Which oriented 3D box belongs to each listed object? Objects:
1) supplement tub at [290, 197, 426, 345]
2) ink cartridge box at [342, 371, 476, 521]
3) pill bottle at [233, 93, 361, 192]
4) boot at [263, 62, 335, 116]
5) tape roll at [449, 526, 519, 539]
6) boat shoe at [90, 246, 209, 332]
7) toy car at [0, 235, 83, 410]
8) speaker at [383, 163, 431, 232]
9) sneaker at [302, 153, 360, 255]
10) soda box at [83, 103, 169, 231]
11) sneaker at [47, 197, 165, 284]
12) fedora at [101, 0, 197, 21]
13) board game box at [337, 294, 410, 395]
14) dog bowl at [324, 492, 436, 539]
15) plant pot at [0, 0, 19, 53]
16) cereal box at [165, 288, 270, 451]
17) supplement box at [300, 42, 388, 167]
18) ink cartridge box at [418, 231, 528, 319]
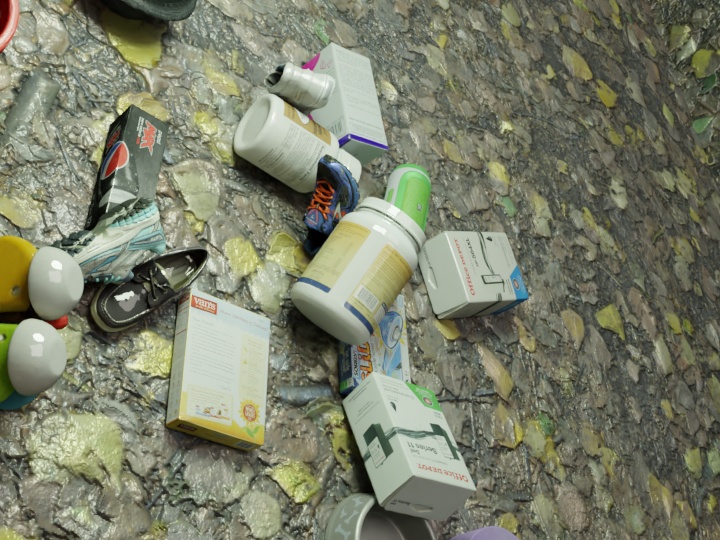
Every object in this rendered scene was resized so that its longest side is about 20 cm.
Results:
[{"bbox_3d":[0.000,0.000,1.518,0.144,0.144,0.200,42,73,-21],"label":"supplement tub"},{"bbox_3d":[0.073,0.269,1.487,0.146,0.083,0.200,22,32,-39],"label":"ink cartridge box"},{"bbox_3d":[-0.100,-0.194,1.606,0.200,0.114,0.115,31,48,-32],"label":"pill bottle"},{"bbox_3d":[-0.116,-0.304,1.618,0.095,0.200,0.074,22,80,-18],"label":"boot"},{"bbox_3d":[0.207,0.515,1.546,0.200,0.066,0.201,25,51,-35],"label":"tape roll"},{"bbox_3d":[-0.282,0.015,1.322,0.072,0.065,0.200,59,40,-5],"label":"boat shoe"},{"bbox_3d":[-0.402,0.069,1.111,0.150,0.174,0.201,71,21,-62],"label":"toy car"},{"bbox_3d":[0.077,-0.100,1.763,0.088,0.088,0.201,37,45,-26],"label":"speaker"},{"bbox_3d":[-0.052,-0.098,1.562,0.078,0.201,0.075,-33,52,-32],"label":"sneaker"},{"bbox_3d":[-0.327,-0.132,1.366,0.071,0.063,0.201,28,49,-33],"label":"soda box"},{"bbox_3d":[-0.334,-0.010,1.244,0.200,0.078,0.087,-33,119,-22],"label":"sneaker"},{"bbox_3d":[-0.354,-0.451,1.506,0.200,0.091,0.201,25,51,-35],"label":"fedora"},{"bbox_3d":[0.021,0.119,1.608,0.135,0.034,0.201,20,54,-38],"label":"board game box"},{"bbox_3d":[0.039,0.421,1.428,0.200,0.059,0.201,25,52,-35],"label":"dog bowl"},{"bbox_3d":[-0.535,-0.292,1.146,0.200,0.182,0.201,26,49,-35],"label":"plant pot"},{"bbox_3d":[-0.196,0.139,1.361,0.144,0.039,0.201,26,50,-35],"label":"cereal box"},{"bbox_3d":[-0.034,-0.289,1.744,0.103,0.101,0.201,10,61,-43],"label":"supplement box"},{"bbox_3d":[0.213,0.007,1.843,0.200,0.084,0.147,-2,69,-48],"label":"ink cartridge box"}]
